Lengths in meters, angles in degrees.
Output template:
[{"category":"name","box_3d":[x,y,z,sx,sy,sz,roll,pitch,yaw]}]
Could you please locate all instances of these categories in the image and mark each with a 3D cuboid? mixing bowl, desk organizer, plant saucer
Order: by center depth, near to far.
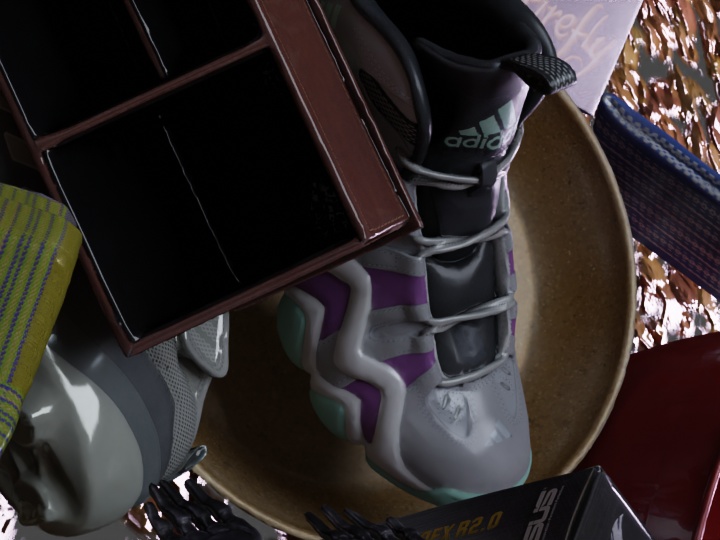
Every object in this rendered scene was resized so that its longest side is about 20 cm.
[{"category":"desk organizer","box_3d":[-0.066,-0.082,0.701,0.200,0.072,0.077,65,27,-2]},{"category":"plant saucer","box_3d":[0.000,0.000,0.838,0.200,0.035,0.200,5,77,-22]},{"category":"mixing bowl","box_3d":[0.115,0.107,0.906,0.200,0.108,0.200,-24,119,-54]}]

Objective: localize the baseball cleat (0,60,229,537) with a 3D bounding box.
[{"category":"baseball cleat","box_3d":[-0.103,-0.022,0.737,0.106,0.070,0.200,-30,109,-47]}]

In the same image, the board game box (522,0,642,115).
[{"category":"board game box","box_3d":[0.054,-0.151,0.907,0.200,0.035,0.136,22,92,-53]}]

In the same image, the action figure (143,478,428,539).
[{"category":"action figure","box_3d":[-0.040,0.154,0.690,0.119,0.200,0.102,4,29,-28]}]

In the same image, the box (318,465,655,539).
[{"category":"box","box_3d":[0.059,0.164,0.783,0.200,0.158,0.048,53,40,-22]}]

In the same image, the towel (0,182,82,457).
[{"category":"towel","box_3d":[-0.161,0.033,0.613,0.144,0.023,0.200,19,48,-6]}]

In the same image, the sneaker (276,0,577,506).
[{"category":"sneaker","box_3d":[0.027,-0.026,0.752,0.078,0.140,0.200,-27,91,-39]}]

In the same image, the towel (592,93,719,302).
[{"category":"towel","box_3d":[0.157,-0.010,0.986,0.145,0.024,0.200,37,-4,10]}]
